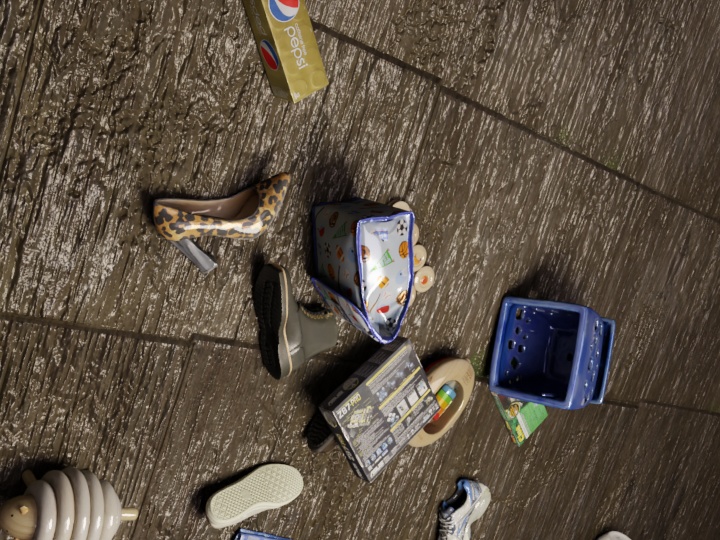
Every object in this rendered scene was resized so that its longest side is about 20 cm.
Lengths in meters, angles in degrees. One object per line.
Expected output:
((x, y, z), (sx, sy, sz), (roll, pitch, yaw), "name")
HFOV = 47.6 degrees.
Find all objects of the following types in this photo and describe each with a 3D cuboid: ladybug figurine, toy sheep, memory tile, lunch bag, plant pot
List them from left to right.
((-0.406, 0.340, 1.143), (0.197, 0.137, 0.141), (6, 104, -39), "toy sheep")
((0.000, 0.000, 1.290), (0.122, 0.169, 0.204), (-10, 108, -25), "lunch bag")
((0.055, -0.011, 1.443), (0.153, 0.017, 0.202), (-39, 126, -20), "memory tile")
((0.141, 0.244, 1.570), (0.200, 0.072, 0.136), (-46, 128, -14), "ladybug figurine")
((0.397, 0.167, 1.649), (0.178, 0.198, 0.204), (11, 88, -46), "plant pot")

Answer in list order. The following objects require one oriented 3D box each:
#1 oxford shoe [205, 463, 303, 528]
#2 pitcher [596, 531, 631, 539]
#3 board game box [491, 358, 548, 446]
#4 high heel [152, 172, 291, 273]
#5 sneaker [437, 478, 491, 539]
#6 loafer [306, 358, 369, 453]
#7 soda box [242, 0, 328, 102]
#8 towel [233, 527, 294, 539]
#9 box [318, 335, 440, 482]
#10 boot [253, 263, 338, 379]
((-0.184, 0.383, 1.387), (0.198, 0.076, 0.058), (-13, 157, -42), "oxford shoe")
((0.626, 0.789, 2.139), (0.169, 0.122, 0.203), (11, 112, -24), "pitcher")
((0.346, 0.283, 1.777), (0.105, 0.023, 0.202), (-42, 127, -21), "board game box")
((-0.197, -0.102, 1.173), (0.200, 0.071, 0.143), (-44, 135, -5), "high heel")
((0.194, 0.533, 1.733), (0.085, 0.077, 0.202), (34, 78, -31), "sneaker")
((-0.012, 0.252, 1.453), (0.200, 0.073, 0.072), (-47, 127, -14), "loafer")
((-0.112, -0.347, 1.153), (0.067, 0.064, 0.203), (-33, 124, -24), "soda box")
((-0.207, 0.563, 1.455), (0.146, 0.024, 0.203), (28, 88, -42), "towel")
((0.039, 0.239, 1.417), (0.199, 0.049, 0.163), (-41, 118, -28), "box")
((-0.097, 0.063, 1.326), (0.137, 0.077, 0.203), (-23, 132, -35), "boot")
